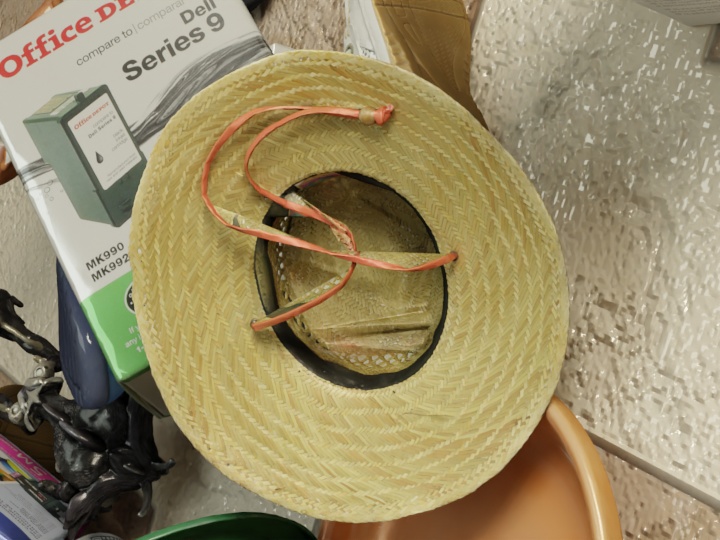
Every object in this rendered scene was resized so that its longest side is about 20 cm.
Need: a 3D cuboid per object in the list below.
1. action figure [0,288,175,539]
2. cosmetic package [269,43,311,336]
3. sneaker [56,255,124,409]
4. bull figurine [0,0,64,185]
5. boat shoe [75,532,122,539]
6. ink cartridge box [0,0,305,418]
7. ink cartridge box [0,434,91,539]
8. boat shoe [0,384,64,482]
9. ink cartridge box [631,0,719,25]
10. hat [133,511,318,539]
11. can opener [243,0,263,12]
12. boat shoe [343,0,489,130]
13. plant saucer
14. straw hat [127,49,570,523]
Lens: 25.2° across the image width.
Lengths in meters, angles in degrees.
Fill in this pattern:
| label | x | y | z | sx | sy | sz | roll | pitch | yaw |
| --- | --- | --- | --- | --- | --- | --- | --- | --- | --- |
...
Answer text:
| label | x | y | z | sx | sy | sz | roll | pitch | yaw |
| --- | --- | --- | --- | --- | --- | --- | --- | --- | --- |
| action figure | -0.167 | 0.087 | 0.976 | 0.199 | 0.102 | 0.120 | 31 | 96 | 33 |
| cosmetic package | -0.062 | -0.018 | 0.902 | 0.082 | 0.050 | 0.202 | -11 | 70 | 52 |
| sneaker | -0.134 | 0.010 | 0.927 | 0.200 | 0.081 | 0.075 | -104 | 16 | -62 |
| bull figurine | -0.185 | -0.138 | 0.996 | 0.201 | 0.065 | 0.121 | -61 | 12 | -16 |
| boat shoe | -0.185 | 0.262 | 0.971 | 0.203 | 0.074 | 0.086 | -54 | 43 | 14 |
| ink cartridge box | -0.094 | -0.051 | 0.823 | 0.145 | 0.084 | 0.201 | -31 | 69 | 0 |
| ink cartridge box | -0.232 | 0.134 | 0.945 | 0.042 | 0.119 | 0.200 | -53 | -3 | 5 |
| boat shoe | -0.239 | 0.174 | 1.070 | 0.065 | 0.071 | 0.202 | 127 | 147 | -53 |
| ink cartridge box | 0.108 | -0.159 | 0.578 | 0.145 | 0.199 | 0.085 | 7 | 85 | 55 |
| hat | -0.056 | 0.236 | 0.747 | 0.165 | 0.200 | 0.177 | -32 | 59 | 3 |
| can opener | -0.096 | -0.137 | 0.979 | 0.078 | 0.063 | 0.202 | -18 | 64 | 55 |
| boat shoe | 0.016 | -0.090 | 0.799 | 0.069 | 0.070 | 0.202 | -37 | 52 | 40 |
| plant saucer | 0.048 | 0.141 | 0.705 | 0.199 | 0.037 | 0.202 | -22 | 62 | 50 |
| straw hat | 0.000 | 0.000 | 0.706 | 0.203 | 0.200 | 0.085 | -65 | -5 | 15 |
